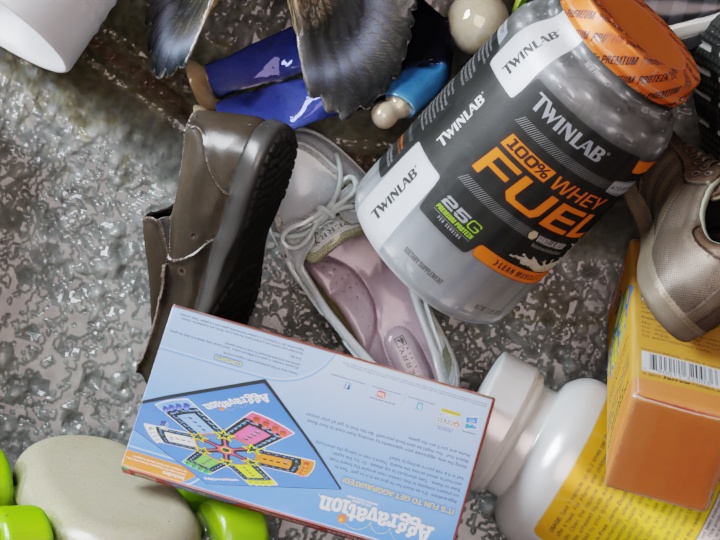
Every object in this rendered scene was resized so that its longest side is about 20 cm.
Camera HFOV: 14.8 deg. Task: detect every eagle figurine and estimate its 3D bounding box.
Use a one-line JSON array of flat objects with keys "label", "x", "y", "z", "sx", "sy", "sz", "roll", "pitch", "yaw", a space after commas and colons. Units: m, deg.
[{"label": "eagle figurine", "x": -0.051, "y": -0.206, "z": 1.624, "sx": 0.150, "sy": 0.152, "sz": 0.201, "roll": -17, "pitch": 130, "yaw": -23}]

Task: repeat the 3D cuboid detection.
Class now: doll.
[{"label": "doll", "x": -0.006, "y": -0.132, "z": 1.691, "sx": 0.199, "sy": 0.049, "sz": 0.137, "roll": -16, "pitch": 51, "yaw": 6}]

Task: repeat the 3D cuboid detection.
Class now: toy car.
[{"label": "toy car", "x": -0.163, "y": 0.213, "z": 1.662, "sx": 0.163, "sy": 0.158, "sz": 0.201, "roll": -1, "pitch": 112, "yaw": -25}]

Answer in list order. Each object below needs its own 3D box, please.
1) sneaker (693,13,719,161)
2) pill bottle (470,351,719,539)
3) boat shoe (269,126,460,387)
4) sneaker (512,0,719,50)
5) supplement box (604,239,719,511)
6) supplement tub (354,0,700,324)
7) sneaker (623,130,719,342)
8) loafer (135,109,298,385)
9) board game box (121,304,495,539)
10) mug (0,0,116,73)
[{"label": "sneaker", "x": 0.252, "y": -0.073, "z": 1.684, "sx": 0.079, "sy": 0.074, "sz": 0.201, "roll": -15, "pitch": 120, "yaw": -11}, {"label": "pill bottle", "x": 0.152, "y": 0.136, "z": 1.677, "sx": 0.199, "sy": 0.113, "sz": 0.113, "roll": 30, "pitch": 89, "yaw": 0}, {"label": "boat shoe", "x": -0.001, "y": 0.002, "z": 1.699, "sx": 0.074, "sy": 0.065, "sz": 0.203, "roll": -27, "pitch": 89, "yaw": -2}, {"label": "sneaker", "x": 0.191, "y": -0.179, "z": 1.694, "sx": 0.199, "sy": 0.072, "sz": 0.083, "roll": -22, "pitch": 103, "yaw": -1}, {"label": "supplement box", "x": 0.181, "y": 0.058, "z": 1.633, "sx": 0.068, "sy": 0.200, "sz": 0.067, "roll": 15, "pitch": 117, "yaw": 0}, {"label": "supplement tub", "x": 0.100, "y": -0.074, "z": 1.641, "sx": 0.122, "sy": 0.123, "sz": 0.200, "roll": 42, "pitch": 113, "yaw": 0}, {"label": "sneaker", "x": 0.203, "y": -0.035, "z": 1.643, "sx": 0.075, "sy": 0.201, "sz": 0.070, "roll": -36, "pitch": 120, "yaw": 22}, {"label": "loafer", "x": -0.098, "y": -0.014, "z": 1.678, "sx": 0.071, "sy": 0.073, "sz": 0.201, "roll": 29, "pitch": 115, "yaw": 16}, {"label": "board game box", "x": -0.030, "y": 0.096, "z": 1.619, "sx": 0.199, "sy": 0.019, "sz": 0.104, "roll": 16, "pitch": 73, "yaw": 4}, {"label": "mug", "x": -0.180, "y": -0.232, "z": 1.634, "sx": 0.147, "sy": 0.200, "sz": 0.176, "roll": 35, "pitch": 81, "yaw": -13}]
